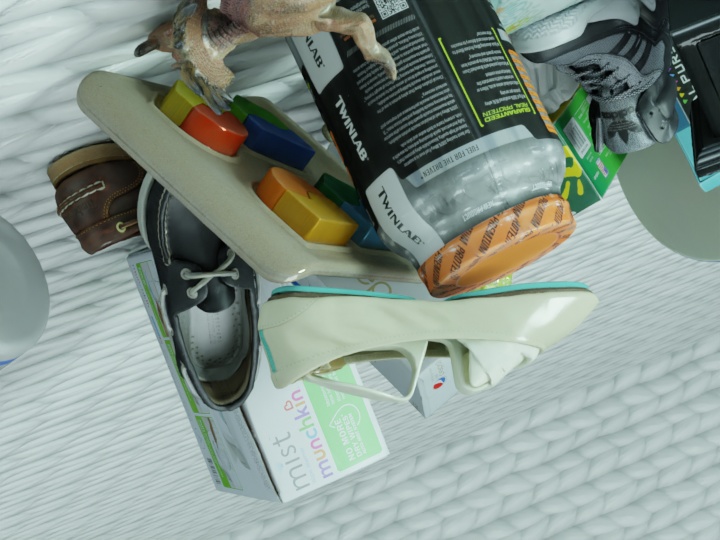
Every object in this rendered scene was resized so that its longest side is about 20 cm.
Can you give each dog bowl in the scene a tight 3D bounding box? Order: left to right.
[{"bbox_3d":[0.299,-0.109,1.578,0.079,0.201,0.200,-12,162,-37],"label":"dog bowl"}]

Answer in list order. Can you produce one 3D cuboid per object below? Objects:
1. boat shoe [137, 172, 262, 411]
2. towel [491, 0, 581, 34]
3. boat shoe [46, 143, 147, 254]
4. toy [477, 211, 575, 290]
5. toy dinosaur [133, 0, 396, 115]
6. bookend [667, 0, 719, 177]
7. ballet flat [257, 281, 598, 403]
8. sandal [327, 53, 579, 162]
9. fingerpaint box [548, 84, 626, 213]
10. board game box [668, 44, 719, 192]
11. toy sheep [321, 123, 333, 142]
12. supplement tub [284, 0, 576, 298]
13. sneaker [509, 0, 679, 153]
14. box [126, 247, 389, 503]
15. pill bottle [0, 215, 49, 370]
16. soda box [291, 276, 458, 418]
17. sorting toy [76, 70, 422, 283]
[{"bbox_3d":[-0.100,0.009,1.255,0.074,0.060,0.200,-12,134,-15],"label":"boat shoe"},{"bbox_3d":[0.142,-0.214,1.205,0.171,0.048,0.200,-22,167,-13],"label":"towel"},{"bbox_3d":[-0.126,-0.047,1.312,0.070,0.070,0.200,-36,165,38],"label":"boat shoe"},{"bbox_3d":[0.069,-0.002,1.351,0.115,0.047,0.200,-2,167,-11],"label":"toy"},{"bbox_3d":[-0.049,-0.150,1.029,0.135,0.086,0.200,-15,159,-14],"label":"toy dinosaur"},{"bbox_3d":[0.272,-0.193,1.232,0.198,0.200,0.092,-19,-154,17],"label":"bookend"},{"bbox_3d":[0.040,0.043,1.106,0.199,0.070,0.069,-1,162,-10],"label":"ballet flat"},{"bbox_3d":[0.069,-0.115,1.445,0.202,0.083,0.050,-23,-150,-1],"label":"sandal"},{"bbox_3d":[0.122,-0.070,1.537,0.167,0.073,0.200,-31,-173,23],"label":"fingerpaint box"},{"bbox_3d":[0.311,-0.173,1.457,0.200,0.151,0.047,-28,168,12],"label":"board game box"},{"bbox_3d":[0.049,-0.088,1.349,0.138,0.138,0.200,-24,163,-4],"label":"toy sheep"},{"bbox_3d":[0.042,-0.093,1.149,0.122,0.201,0.123,-23,167,-6],"label":"supplement tub"},{"bbox_3d":[0.174,-0.137,1.366,0.075,0.114,0.200,-5,-172,34],"label":"sneaker"},{"bbox_3d":[-0.082,0.061,1.440,0.096,0.201,0.176,-22,-177,-20],"label":"box"},{"bbox_3d":[-0.303,0.046,1.246,0.200,0.114,0.114,-33,165,31],"label":"pill bottle"},{"bbox_3d":[0.000,0.000,1.274,0.068,0.200,0.064,-38,152,-14],"label":"soda box"},{"bbox_3d":[-0.053,-0.060,1.173,0.037,0.185,0.200,-55,159,18],"label":"sorting toy"}]
